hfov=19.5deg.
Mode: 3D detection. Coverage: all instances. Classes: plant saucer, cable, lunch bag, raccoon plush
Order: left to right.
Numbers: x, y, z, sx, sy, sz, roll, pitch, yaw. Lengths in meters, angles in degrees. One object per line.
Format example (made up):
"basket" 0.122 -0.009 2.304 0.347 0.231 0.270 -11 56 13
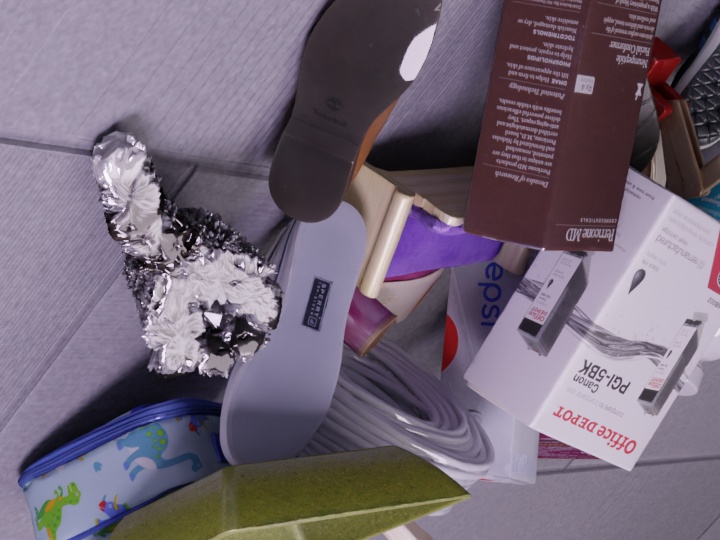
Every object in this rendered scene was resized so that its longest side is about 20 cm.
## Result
"lunch bag" -0.134 0.153 1.521 0.160 0.083 0.200 -27 161 25
"raccoon plush" -0.118 -0.025 1.342 0.096 0.134 0.201 -20 118 -11
"plant saucer" -0.063 0.163 1.398 0.199 0.048 0.200 -3 163 -38
"cable" 0.001 0.103 1.539 0.069 0.200 0.200 -56 152 13

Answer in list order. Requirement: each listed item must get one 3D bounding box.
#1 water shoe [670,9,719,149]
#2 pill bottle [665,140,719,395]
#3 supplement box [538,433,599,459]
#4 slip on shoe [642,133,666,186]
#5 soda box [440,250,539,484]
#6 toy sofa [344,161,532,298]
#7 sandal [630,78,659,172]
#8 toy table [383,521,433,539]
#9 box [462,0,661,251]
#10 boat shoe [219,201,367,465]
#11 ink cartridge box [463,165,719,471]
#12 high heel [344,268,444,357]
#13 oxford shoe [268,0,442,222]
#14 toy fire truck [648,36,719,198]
"water shoe" 0.302 -0.185 1.696 0.200 0.071 0.079 -49 -167 -8
"pill bottle" 0.276 -0.001 1.743 0.111 0.110 0.201 54 53 -66
"supplement box" 0.175 0.091 1.808 0.103 0.131 0.200 -1 171 16
"slip on shoe" 0.189 -0.051 1.731 0.060 0.076 0.200 -10 149 -30
"soda box" 0.105 0.065 1.648 0.063 0.068 0.201 22 72 -65
"toy sofa" 0.068 -0.031 1.529 0.200 0.097 0.083 -8 126 -52
"sandal" 0.177 -0.137 1.563 0.080 0.057 0.201 -15 130 -10
"toy table" 0.009 0.172 1.716 0.200 0.184 0.117 -30 143 18
"box" 0.140 -0.116 1.434 0.100 0.075 0.201 -1 105 -54
"boat shoe" -0.050 0.048 1.433 0.065 0.073 0.201 -21 -137 62
"ink cartridge box" 0.190 0.034 1.559 0.147 0.083 0.200 25 98 -47
"high heel" 0.000 0.000 1.578 0.067 0.096 0.200 -53 174 31
"oxford shoe" -0.001 -0.127 1.347 0.200 0.071 0.071 -60 178 34
"toy fire truck" 0.240 -0.104 1.621 0.049 0.141 0.200 -12 142 -54
